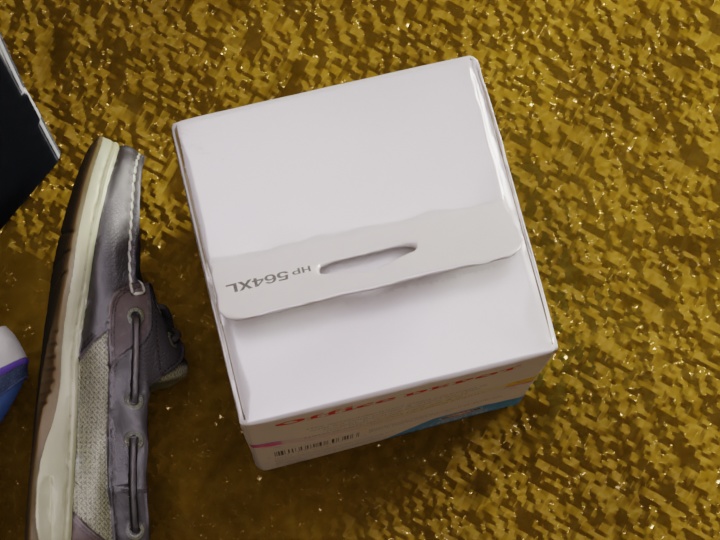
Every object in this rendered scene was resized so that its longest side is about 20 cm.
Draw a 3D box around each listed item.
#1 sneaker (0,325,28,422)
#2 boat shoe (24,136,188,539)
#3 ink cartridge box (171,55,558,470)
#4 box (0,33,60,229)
[{"bbox_3d":[-0.184,0.140,0.923,0.200,0.081,0.146,-44,91,-12],"label":"sneaker"},{"bbox_3d":[-0.110,0.041,0.947,0.065,0.073,0.200,8,82,-11],"label":"boat shoe"},{"bbox_3d":[0.000,0.000,0.886,0.128,0.200,0.125,-14,79,-4],"label":"ink cartridge box"},{"bbox_3d":[-0.250,-0.085,0.898,0.197,0.200,0.124,38,81,6],"label":"box"}]
